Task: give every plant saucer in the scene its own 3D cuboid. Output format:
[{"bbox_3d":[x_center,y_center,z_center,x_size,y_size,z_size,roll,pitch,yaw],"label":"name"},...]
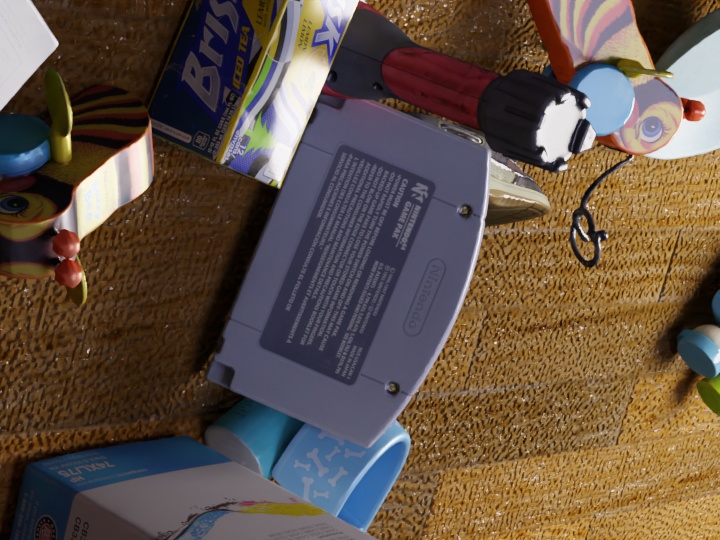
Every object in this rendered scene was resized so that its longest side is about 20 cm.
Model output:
[{"bbox_3d":[0.283,-0.158,1.755,0.200,0.039,0.201,-21,155,-11],"label":"plant saucer"}]

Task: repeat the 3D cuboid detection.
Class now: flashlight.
[{"bbox_3d":[0.038,-0.113,1.367,0.068,0.199,0.068,-42,138,-29],"label":"flashlight"}]

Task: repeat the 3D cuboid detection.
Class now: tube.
[{"bbox_3d":[-0.019,0.064,1.531,0.200,0.050,0.077,-42,178,-33],"label":"tube"}]

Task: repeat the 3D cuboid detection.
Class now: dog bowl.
[{"bbox_3d":[-0.034,0.167,1.521,0.201,0.049,0.111,-61,162,16],"label":"dog bowl"}]

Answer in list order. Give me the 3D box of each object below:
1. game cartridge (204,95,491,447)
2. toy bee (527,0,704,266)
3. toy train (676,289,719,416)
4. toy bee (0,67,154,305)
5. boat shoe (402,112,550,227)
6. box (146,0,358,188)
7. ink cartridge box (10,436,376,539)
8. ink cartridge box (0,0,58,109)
[{"bbox_3d":[0.000,0.000,1.448,0.042,0.132,0.201,-87,-160,-87],"label":"game cartridge"},{"bbox_3d":[0.178,-0.124,1.612,0.108,0.131,0.201,-17,126,-17],"label":"toy bee"},{"bbox_3d":[0.335,0.083,1.993,0.116,0.085,0.201,-41,139,-16],"label":"toy train"},{"bbox_3d":[-0.167,-0.026,1.227,0.200,0.108,0.131,-49,144,-23],"label":"toy bee"},{"bbox_3d":[0.074,-0.067,1.557,0.200,0.073,0.065,13,66,-68],"label":"boat shoe"},{"bbox_3d":[-0.048,-0.155,1.341,0.064,0.070,0.201,22,92,-54],"label":"box"},{"bbox_3d":[-0.094,0.209,1.369,0.146,0.199,0.148,-5,114,-52],"label":"ink cartridge box"},{"bbox_3d":[-0.246,-0.081,1.130,0.200,0.059,0.104,-52,143,-19],"label":"ink cartridge box"}]
